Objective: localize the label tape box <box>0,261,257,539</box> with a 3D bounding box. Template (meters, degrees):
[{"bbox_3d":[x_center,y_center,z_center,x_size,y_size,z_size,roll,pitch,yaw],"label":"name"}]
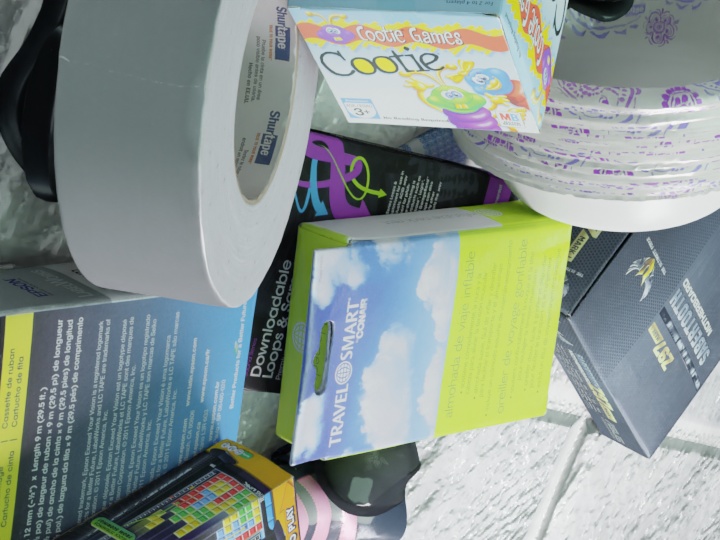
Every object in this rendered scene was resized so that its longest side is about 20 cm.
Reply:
[{"bbox_3d":[-0.148,0.073,0.860,0.199,0.066,0.144,-6,111,-44],"label":"label tape box"}]

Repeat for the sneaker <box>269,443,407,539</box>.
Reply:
[{"bbox_3d":[-0.045,0.125,1.041,0.200,0.070,0.083,16,80,-52],"label":"sneaker"}]

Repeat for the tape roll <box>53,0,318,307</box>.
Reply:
[{"bbox_3d":[-0.072,-0.086,0.813,0.200,0.066,0.202,9,90,-81],"label":"tape roll"}]

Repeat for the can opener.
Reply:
[{"bbox_3d":[-0.119,-0.130,0.818,0.063,0.078,0.201,10,93,-41],"label":"can opener"}]

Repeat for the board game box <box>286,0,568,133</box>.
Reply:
[{"bbox_3d":[0.048,-0.180,0.873,0.103,0.104,0.201,59,41,-58],"label":"board game box"}]

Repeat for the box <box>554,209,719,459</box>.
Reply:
[{"bbox_3d":[0.200,0.017,1.253,0.158,0.051,0.200,-51,139,-14],"label":"box"}]

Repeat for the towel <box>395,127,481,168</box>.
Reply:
[{"bbox_3d":[0.035,-0.010,1.079,0.199,0.024,0.148,-27,127,-36],"label":"towel"}]

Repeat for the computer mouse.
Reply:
[{"bbox_3d":[0.035,0.094,1.081,0.034,0.059,0.200,-36,177,32],"label":"computer mouse"}]

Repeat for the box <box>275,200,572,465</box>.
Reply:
[{"bbox_3d":[0.030,0.031,0.988,0.199,0.048,0.123,-7,109,-42],"label":"box"}]

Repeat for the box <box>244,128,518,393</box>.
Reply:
[{"bbox_3d":[0.000,0.000,1.007,0.199,0.036,0.144,10,98,-47],"label":"box"}]

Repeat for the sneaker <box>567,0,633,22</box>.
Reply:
[{"bbox_3d":[0.096,-0.168,0.968,0.200,0.140,0.078,-30,129,-36],"label":"sneaker"}]

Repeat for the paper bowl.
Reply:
[{"bbox_3d":[0.150,-0.095,1.020,0.200,0.200,0.105,-27,128,-36],"label":"paper bowl"}]

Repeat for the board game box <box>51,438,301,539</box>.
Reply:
[{"bbox_3d":[-0.100,0.208,0.884,0.165,0.057,0.201,-30,128,-36],"label":"board game box"}]
